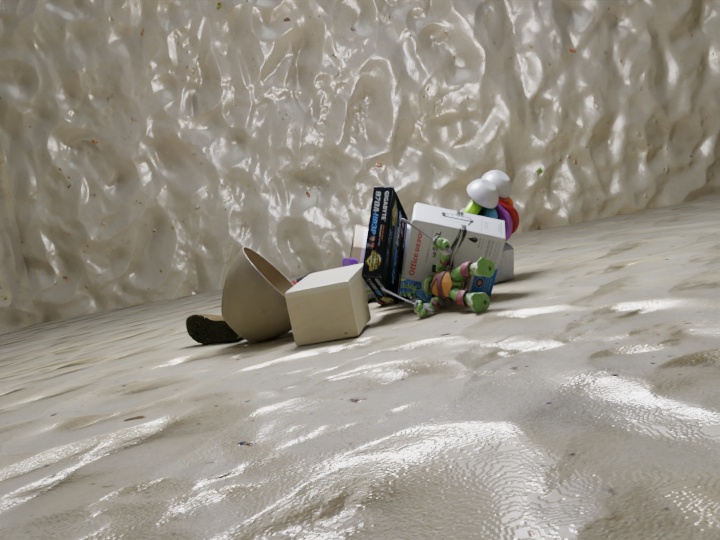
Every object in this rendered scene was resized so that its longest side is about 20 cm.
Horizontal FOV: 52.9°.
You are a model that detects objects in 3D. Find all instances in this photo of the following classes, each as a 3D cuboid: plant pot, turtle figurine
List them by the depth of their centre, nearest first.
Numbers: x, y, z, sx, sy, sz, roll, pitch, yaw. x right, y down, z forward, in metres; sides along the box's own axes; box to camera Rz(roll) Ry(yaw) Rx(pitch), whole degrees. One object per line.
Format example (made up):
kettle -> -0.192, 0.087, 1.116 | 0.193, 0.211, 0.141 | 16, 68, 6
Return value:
turtle figurine -> 0.152, 0.017, 1.405 | 0.192, 0.201, 0.145 | 2, 46, 52
plant pot -> -0.215, 0.069, 1.519 | 0.135, 0.200, 0.200 | -47, 1, 5

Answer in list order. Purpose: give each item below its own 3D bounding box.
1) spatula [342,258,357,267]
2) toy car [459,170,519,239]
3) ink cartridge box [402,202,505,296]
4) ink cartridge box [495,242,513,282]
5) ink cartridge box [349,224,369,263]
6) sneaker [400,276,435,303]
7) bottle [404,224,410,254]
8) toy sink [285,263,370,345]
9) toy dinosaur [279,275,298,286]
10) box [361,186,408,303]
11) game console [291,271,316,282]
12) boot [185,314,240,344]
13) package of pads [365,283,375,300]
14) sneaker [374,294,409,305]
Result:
spatula -> 0.000, 0.000, 1.765 | 0.020, 0.058, 0.199 | -4, 4, -22
toy car -> 0.312, -0.131, 1.767 | 0.199, 0.149, 0.177 | -32, -21, -52
ink cartridge box -> 0.194, -0.043, 1.525 | 0.195, 0.149, 0.085 | 11, 32, 3
ink cartridge box -> 0.262, -0.019, 1.787 | 0.195, 0.085, 0.147 | -11, 21, -14
ink cartridge box -> 0.069, -0.040, 2.012 | 0.195, 0.077, 0.166 | 8, -30, -1
sneaker -> 0.121, 0.029, 1.612 | 0.194, 0.078, 0.105 | 2, 12, 3
bottle -> 0.149, -0.054, 1.629 | 0.195, 0.086, 0.065 | 11, -10, 20
toy sink -> -0.054, 0.067, 1.432 | 0.127, 0.115, 0.200 | -10, 8, 11
toy dinosaur -> -0.076, 0.040, 1.703 | 0.103, 0.203, 0.182 | 11, 47, 35
box -> 0.054, -0.052, 1.529 | 0.045, 0.205, 0.159 | 2, -21, 17
game console -> -0.207, 0.066, 1.951 | 0.176, 0.031, 0.200 | -40, -3, 14
boot -> -0.285, 0.121, 1.702 | 0.171, 0.068, 0.199 | 6, 12, 29
package of pads -> -0.045, 0.053, 1.940 | 0.152, 0.070, 0.199 | -12, 3, -30
sneaker -> 0.095, 0.036, 1.790 | 0.096, 0.073, 0.200 | -10, 6, 16
